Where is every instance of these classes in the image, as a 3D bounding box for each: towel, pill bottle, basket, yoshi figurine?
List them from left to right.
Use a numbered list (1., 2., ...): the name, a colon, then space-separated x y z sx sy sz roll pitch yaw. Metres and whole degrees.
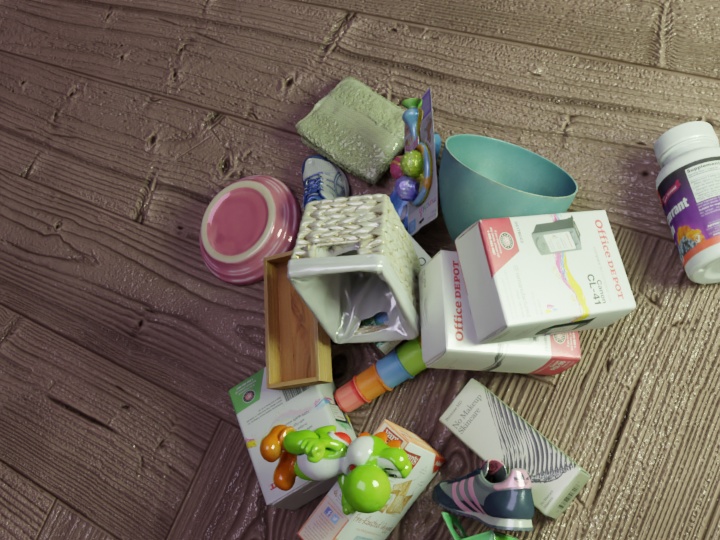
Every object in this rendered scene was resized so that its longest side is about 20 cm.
1. yoshi figurine: -0.035 0.263 1.214 0.199 0.112 0.113 -1 85 27
2. towel: -0.005 -0.239 1.570 0.200 0.037 0.149 37 83 30
3. basket: 0.000 0.000 1.271 0.135 0.200 0.124 -4 57 18
4. pill bottle: 0.461 -0.094 1.244 0.111 0.111 0.201 -20 63 19

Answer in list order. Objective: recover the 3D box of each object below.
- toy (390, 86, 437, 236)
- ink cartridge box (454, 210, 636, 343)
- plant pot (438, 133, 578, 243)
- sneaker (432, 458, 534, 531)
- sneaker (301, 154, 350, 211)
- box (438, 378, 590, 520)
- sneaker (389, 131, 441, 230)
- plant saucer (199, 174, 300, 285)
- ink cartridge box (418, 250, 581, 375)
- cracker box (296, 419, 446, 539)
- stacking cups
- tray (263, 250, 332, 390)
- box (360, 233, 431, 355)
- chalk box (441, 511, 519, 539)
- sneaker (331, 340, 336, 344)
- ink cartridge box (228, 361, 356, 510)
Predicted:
1. toy: 0.073 -0.162 1.395 0.047 0.115 0.201 6 75 -16
2. ink cartridge box: 0.240 0.006 1.223 0.199 0.086 0.148 -7 72 -21
3. plant pot: 0.195 -0.094 1.353 0.200 0.199 0.135 37 121 32
4. sneaker: 0.164 0.287 1.233 0.200 0.070 0.083 -3 81 61
5. sneaker: -0.060 -0.120 1.535 0.075 0.088 0.201 -30 59 16
6. box: 0.208 0.241 1.271 0.200 0.068 0.082 38 90 32
7. sneaker: 0.093 -0.121 1.476 0.078 0.066 0.201 25 84 21
8. plant saucer: -0.200 -0.077 1.612 0.199 0.051 0.202 -9 68 23
9. ink cartridge box: 0.189 0.060 1.279 0.199 0.083 0.147 5 68 -16
10. cracker box: 0.019 0.314 1.301 0.058 0.134 0.200 37 90 34
11. stacking cups: 0.052 0.151 1.393 0.200 0.060 0.061 -36 59 13
12. tray: -0.094 0.072 1.390 0.098 0.037 0.201 -13 72 32
13. box: 0.031 0.007 1.386 0.144 0.036 0.200 -40 57 -2
14. chalk box: 0.150 0.410 1.205 0.123 0.124 0.201 -21 64 19
15. sneaker: -0.011 0.066 1.446 0.199 0.066 0.079 -3 49 21
16. ink cartridge box: -0.096 0.240 1.417 0.144 0.084 0.201 -32 59 13
